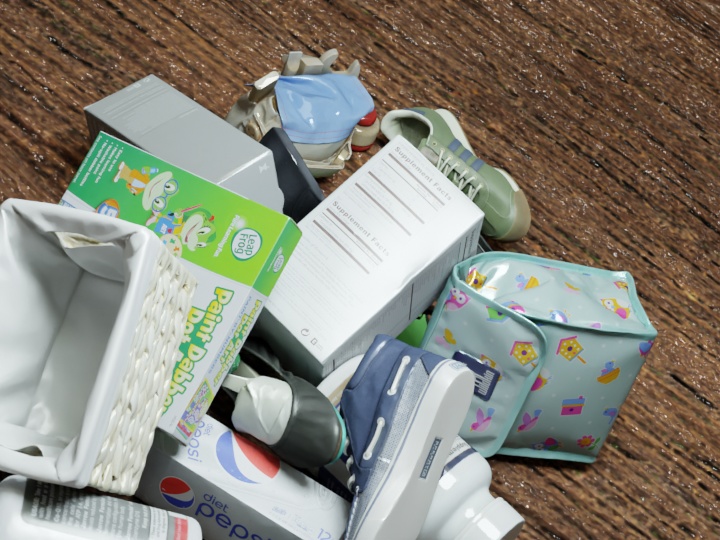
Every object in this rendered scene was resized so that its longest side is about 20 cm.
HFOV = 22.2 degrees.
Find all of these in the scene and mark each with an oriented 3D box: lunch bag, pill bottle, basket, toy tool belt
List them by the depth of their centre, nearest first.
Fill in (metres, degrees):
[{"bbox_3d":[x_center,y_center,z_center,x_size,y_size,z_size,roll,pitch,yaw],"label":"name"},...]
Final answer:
[{"bbox_3d":[-0.228,0.218,1.372,0.198,0.114,0.114,16,42,-12],"label":"pill bottle"},{"bbox_3d":[-0.222,0.065,1.402,0.134,0.123,0.202,12,78,20],"label":"basket"},{"bbox_3d":[0.041,0.175,1.562,0.200,0.111,0.111,42,43,17],"label":"pill bottle"},{"bbox_3d":[0.145,0.080,1.670,0.198,0.171,0.122,7,37,-21],"label":"lunch bag"},{"bbox_3d":[-0.044,-0.164,1.859,0.199,0.123,0.125,-16,56,-39],"label":"toy tool belt"}]

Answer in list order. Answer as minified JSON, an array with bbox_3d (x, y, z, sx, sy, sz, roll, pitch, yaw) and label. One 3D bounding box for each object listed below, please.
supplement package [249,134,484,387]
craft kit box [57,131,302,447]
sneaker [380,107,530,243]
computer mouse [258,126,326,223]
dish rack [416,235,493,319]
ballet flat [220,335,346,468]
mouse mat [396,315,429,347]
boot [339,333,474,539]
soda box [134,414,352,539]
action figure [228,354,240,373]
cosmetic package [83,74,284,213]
[{"bbox_3d":[0.000,0.000,1.610,0.200,0.114,0.109,-42,74,-18],"label":"supplement package"},{"bbox_3d":[-0.178,0.012,1.500,0.196,0.049,0.201,24,79,19],"label":"craft kit box"},{"bbox_3d":[0.089,-0.101,1.898,0.089,0.067,0.201,6,37,-41],"label":"sneaker"},{"bbox_3d":[-0.057,-0.057,1.720,0.052,0.200,0.139,-31,57,0],"label":"computer mouse"},{"bbox_3d":[0.066,-0.014,1.765,0.154,0.055,0.199,52,20,26],"label":"dish rack"},{"bbox_3d":[-0.083,0.109,1.531,0.068,0.069,0.200,15,11,-31],"label":"ballet flat"},{"bbox_3d":[-0.011,0.014,1.781,0.159,0.008,0.201,9,45,-20],"label":"mouse mat"},{"bbox_3d":[0.014,0.155,1.486,0.090,0.201,0.073,22,-7,31],"label":"boot"},{"bbox_3d":[-0.106,0.182,1.510,0.199,0.069,0.064,31,40,5],"label":"soda box"},{"bbox_3d":[-0.165,0.018,1.553,0.118,0.055,0.200,-36,61,-20],"label":"action figure"},{"bbox_3d":[-0.159,-0.088,1.675,0.090,0.108,0.200,-29,40,-24],"label":"cosmetic package"}]
